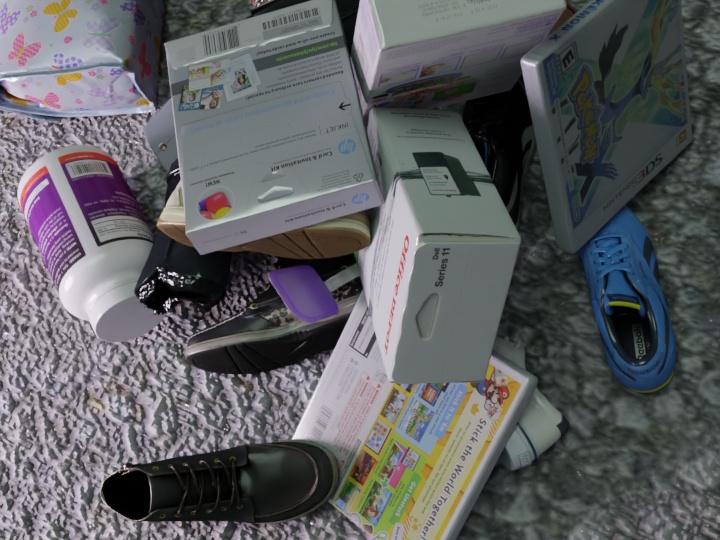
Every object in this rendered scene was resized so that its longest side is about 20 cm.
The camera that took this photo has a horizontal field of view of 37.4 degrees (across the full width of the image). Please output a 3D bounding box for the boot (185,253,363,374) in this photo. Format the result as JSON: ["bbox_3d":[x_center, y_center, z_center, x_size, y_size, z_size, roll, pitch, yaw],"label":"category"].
[{"bbox_3d":[-0.078,0.010,1.043,0.203,0.073,0.154,-16,60,10],"label":"boot"}]

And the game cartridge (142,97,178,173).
[{"bbox_3d":[-0.138,-0.129,1.140,0.133,0.040,0.200,-46,62,-7],"label":"game cartridge"}]

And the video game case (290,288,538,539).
[{"bbox_3d":[0.036,0.134,0.931,0.182,0.023,0.200,33,104,31],"label":"video game case"}]

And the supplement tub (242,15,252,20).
[{"bbox_3d":[-0.044,-0.216,1.071,0.200,0.123,0.123,-25,62,-7],"label":"supplement tub"}]

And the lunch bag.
[{"bbox_3d":[-0.334,-0.268,1.217,0.200,0.127,0.170,-3,69,8],"label":"lunch bag"}]

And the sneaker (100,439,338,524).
[{"bbox_3d":[-0.125,0.196,0.947,0.200,0.106,0.075,-13,79,22],"label":"sneaker"}]

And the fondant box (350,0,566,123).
[{"bbox_3d":[0.069,-0.186,0.867,0.144,0.200,0.058,-14,82,-6],"label":"fondant box"}]

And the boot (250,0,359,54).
[{"bbox_3d":[0.018,-0.207,0.988,0.200,0.066,0.165,-28,95,-10],"label":"boot"}]

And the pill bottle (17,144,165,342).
[{"bbox_3d":[-0.272,-0.027,1.100,0.112,0.112,0.200,-33,62,4],"label":"pill bottle"}]

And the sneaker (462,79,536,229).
[{"bbox_3d":[0.122,-0.124,1.002,0.073,0.112,0.200,-2,68,18],"label":"sneaker"}]

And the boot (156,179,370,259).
[{"bbox_3d":[-0.071,-0.092,0.926,0.200,0.072,0.155,5,69,26],"label":"boot"}]

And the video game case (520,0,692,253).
[{"bbox_3d":[0.216,-0.141,0.902,0.182,0.200,0.022,-41,44,-23],"label":"video game case"}]

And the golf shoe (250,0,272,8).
[{"bbox_3d":[-0.018,-0.298,1.155,0.200,0.073,0.092,-20,84,15],"label":"golf shoe"}]

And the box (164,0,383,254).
[{"bbox_3d":[-0.076,-0.124,0.881,0.156,0.041,0.200,-15,59,5],"label":"box"}]

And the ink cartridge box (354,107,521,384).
[{"bbox_3d":[0.054,-0.023,0.870,0.083,0.147,0.200,1,36,-12],"label":"ink cartridge box"}]

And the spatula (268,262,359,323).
[{"bbox_3d":[0.000,0.000,0.976,0.200,0.021,0.057,-22,73,-40],"label":"spatula"}]

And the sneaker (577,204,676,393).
[{"bbox_3d":[0.230,0.007,0.932,0.066,0.078,0.200,-16,63,14],"label":"sneaker"}]

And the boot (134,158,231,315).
[{"bbox_3d":[-0.119,-0.047,1.010,0.200,0.076,0.168,-15,52,29],"label":"boot"}]

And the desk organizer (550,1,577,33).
[{"bbox_3d":[0.184,-0.200,1.024,0.077,0.072,0.200,-29,60,-14],"label":"desk organizer"}]

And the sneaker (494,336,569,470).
[{"bbox_3d":[0.110,0.084,0.954,0.071,0.073,0.200,-28,65,-14],"label":"sneaker"}]
